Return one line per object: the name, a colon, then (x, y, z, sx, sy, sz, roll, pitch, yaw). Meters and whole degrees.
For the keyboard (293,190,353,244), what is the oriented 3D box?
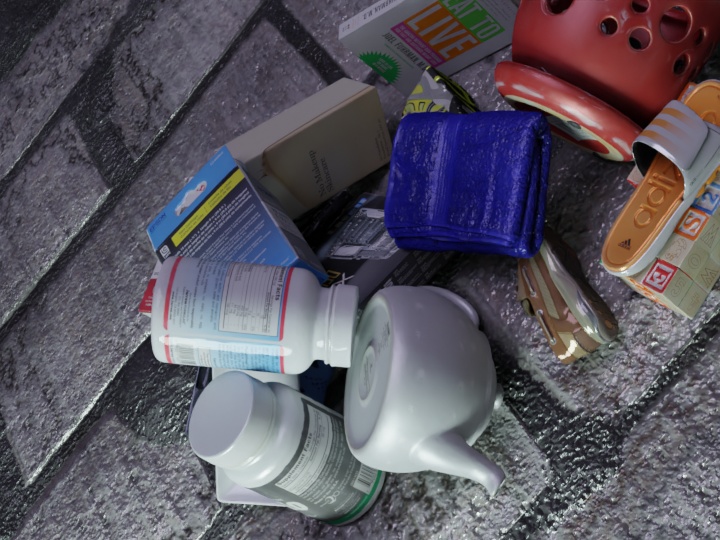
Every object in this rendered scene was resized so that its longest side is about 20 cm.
keyboard: (-0.078, -0.037, 1.621, 0.104, 0.040, 0.200, -45, 0, -43)

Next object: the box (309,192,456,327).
box: (0.000, 0.000, 1.514, 0.200, 0.050, 0.157, -45, 33, -24)

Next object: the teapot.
teapot: (0.073, 0.111, 1.356, 0.197, 0.145, 0.201, 172, 106, -74)

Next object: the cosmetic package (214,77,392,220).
cosmetic package: (-0.064, -0.139, 1.619, 0.200, 0.104, 0.073, -34, 34, -25)

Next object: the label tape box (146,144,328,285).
label tape box: (-0.141, -0.020, 1.498, 0.143, 0.066, 0.200, -44, 50, 13)

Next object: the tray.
tray: (-0.113, 0.163, 1.517, 0.107, 0.022, 0.201, 1, 96, 20)

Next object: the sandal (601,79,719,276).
sandal: (0.278, -0.092, 1.242, 0.079, 0.059, 0.207, 28, 86, 51)

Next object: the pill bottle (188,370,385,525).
pill bottle: (-0.075, 0.184, 1.407, 0.113, 0.200, 0.114, -26, 48, 33)

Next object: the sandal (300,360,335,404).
sandal: (-0.065, 0.123, 1.552, 0.199, 0.079, 0.087, -34, 81, 16)

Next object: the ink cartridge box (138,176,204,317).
ink cartridge box: (-0.187, -0.021, 1.753, 0.146, 0.083, 0.201, 0, 66, 47)

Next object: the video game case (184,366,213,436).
video game case: (-0.165, 0.102, 1.595, 0.019, 0.143, 0.201, 9, 79, 7)

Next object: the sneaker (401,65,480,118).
sneaker: (0.106, -0.162, 1.563, 0.077, 0.075, 0.200, -53, 28, 17)

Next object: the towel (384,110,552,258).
towel: (0.104, -0.090, 1.380, 0.199, 0.049, 0.149, 6, 93, 48)

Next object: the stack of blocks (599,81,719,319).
stack of blocks: (0.314, -0.069, 1.284, 0.115, 0.058, 0.201, 32, 89, 51)

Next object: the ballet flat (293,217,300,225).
ballet flat: (-0.080, -0.119, 1.710, 0.072, 0.072, 0.201, 17, 73, 50)

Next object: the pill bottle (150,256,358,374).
pill bottle: (-0.104, 0.047, 1.363, 0.199, 0.109, 0.109, 6, 61, 2)

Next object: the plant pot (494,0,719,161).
plant pot: (0.241, -0.224, 1.355, 0.200, 0.200, 0.183, 30, 90, 51)

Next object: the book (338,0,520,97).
book: (0.091, -0.295, 1.608, 0.199, 0.133, 0.048, -26, 49, 33)

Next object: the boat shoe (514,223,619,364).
boat shoe: (0.184, 0.012, 1.355, 0.072, 0.076, 0.200, -44, 39, 19)
